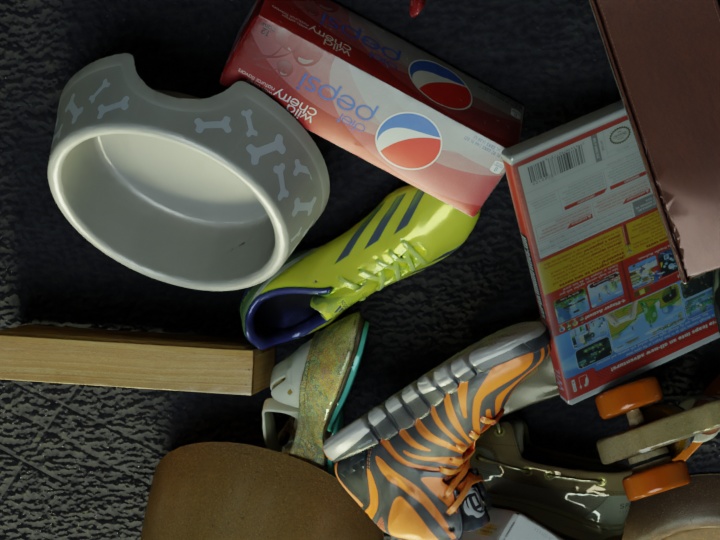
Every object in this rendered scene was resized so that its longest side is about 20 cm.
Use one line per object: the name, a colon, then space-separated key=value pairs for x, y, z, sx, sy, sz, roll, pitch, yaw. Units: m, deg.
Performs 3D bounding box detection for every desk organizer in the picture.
desk organizer: x=0.217 y=-0.101 z=1.452 sx=0.077 sy=0.072 sz=0.200 roll=-18 pitch=94 yaw=15

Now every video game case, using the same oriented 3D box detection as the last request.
video game case: x=0.182 y=-0.019 z=1.543 sx=0.143 sy=0.017 sz=0.200 roll=-23 pitch=119 yaw=-13

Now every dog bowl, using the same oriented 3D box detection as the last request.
dog bowl: x=-0.124 y=-0.061 z=1.547 sx=0.200 sy=0.059 sz=0.200 roll=14 pitch=145 yaw=10

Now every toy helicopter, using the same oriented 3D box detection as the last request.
toy helicopter: x=0.266 y=0.101 z=1.609 sx=0.200 sy=0.132 sz=0.079 roll=-19 pitch=81 yaw=6

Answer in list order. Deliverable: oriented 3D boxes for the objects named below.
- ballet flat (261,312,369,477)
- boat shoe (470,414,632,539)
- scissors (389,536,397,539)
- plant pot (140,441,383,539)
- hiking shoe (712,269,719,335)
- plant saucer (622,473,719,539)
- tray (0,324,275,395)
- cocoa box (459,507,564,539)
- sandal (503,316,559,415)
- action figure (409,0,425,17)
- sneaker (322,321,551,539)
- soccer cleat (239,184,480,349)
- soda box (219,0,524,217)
ballet flat: x=-0.039 y=0.097 z=1.654 sx=0.071 sy=0.071 sz=0.200 roll=13 pitch=142 yaw=1
boat shoe: x=0.110 y=0.142 z=1.683 sx=0.200 sy=0.074 sz=0.067 roll=19 pitch=101 yaw=5
scissors: x=0.044 y=0.204 z=1.618 sx=0.014 sy=0.200 sz=0.073 roll=13 pitch=100 yaw=-10
plant pot: x=-0.096 y=0.262 z=1.681 sx=0.186 sy=0.200 sz=0.187 roll=12 pitch=145 yaw=9
hiking shoe: x=0.278 y=-0.011 z=1.505 sx=0.076 sy=0.101 sz=0.200 roll=5 pitch=106 yaw=7
plant saucer: x=0.275 y=0.245 z=1.740 sx=0.200 sy=0.035 sz=0.201 roll=5 pitch=123 yaw=7
tray: x=-0.169 y=0.064 z=1.654 sx=0.200 sy=0.099 sz=0.037 roll=4 pitch=93 yaw=7
cocoa box: x=0.100 y=0.259 z=1.659 sx=0.133 sy=0.200 sz=0.131 roll=33 pitch=79 yaw=-13
sandal: x=0.152 y=0.056 z=1.620 sx=0.200 sy=0.054 sz=0.080 roll=-31 pitch=114 yaw=19
action figure: x=-0.022 y=-0.248 z=1.457 sx=0.200 sy=0.052 sz=0.065 roll=39 pitch=125 yaw=-13
sneaker: x=0.075 y=0.120 z=1.577 sx=0.200 sy=0.078 sz=0.112 roll=-35 pitch=86 yaw=33
soccer cleat: x=0.000 y=0.001 z=1.592 sx=0.200 sy=0.084 sz=0.065 roll=-26 pitch=116 yaw=25
soda box: x=0.010 y=-0.119 z=1.521 sx=0.200 sy=0.070 sz=0.063 roll=27 pitch=124 yaw=-9
